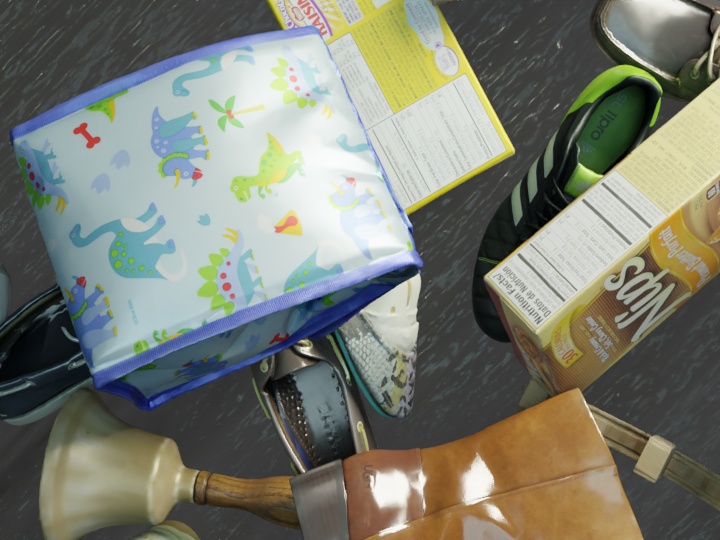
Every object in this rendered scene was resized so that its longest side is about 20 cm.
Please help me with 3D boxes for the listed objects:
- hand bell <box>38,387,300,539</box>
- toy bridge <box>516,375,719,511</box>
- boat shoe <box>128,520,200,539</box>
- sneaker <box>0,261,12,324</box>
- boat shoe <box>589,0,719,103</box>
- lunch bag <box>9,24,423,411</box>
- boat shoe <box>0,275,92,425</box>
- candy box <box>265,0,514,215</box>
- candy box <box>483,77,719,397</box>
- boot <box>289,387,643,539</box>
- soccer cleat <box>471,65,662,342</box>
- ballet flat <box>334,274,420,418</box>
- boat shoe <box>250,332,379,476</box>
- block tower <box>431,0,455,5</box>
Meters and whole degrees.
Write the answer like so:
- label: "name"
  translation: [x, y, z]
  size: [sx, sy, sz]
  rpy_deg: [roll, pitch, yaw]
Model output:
- label: "hand bell"
  translation: [-0.094, 0.140, 0.762]
  size: [0.197, 0.104, 0.106]
  rpy_deg: [6, 93, 8]
- label: "toy bridge"
  translation: [0.195, 0.124, 0.780]
  size: [0.198, 0.067, 0.027]
  rpy_deg: [29, 94, 20]
- label: "boat shoe"
  translation: [-0.115, 0.273, 0.788]
  size: [0.072, 0.063, 0.204]
  rpy_deg: [-17, 91, 32]
- label: "sneaker"
  translation: [-0.310, 0.070, 0.789]
  size: [0.070, 0.080, 0.201]
  rpy_deg: [42, 92, 1]
- label: "boat shoe"
  translation: [0.246, -0.137, 0.765]
  size: [0.198, 0.073, 0.075]
  rpy_deg: [23, 93, 0]
- label: "lunch bag"
  translation: [-0.082, -0.036, 0.707]
  size: [0.198, 0.128, 0.172]
  rpy_deg: [-25, 76, 2]
- label: "boat shoe"
  translation: [-0.181, 0.028, 0.783]
  size: [0.198, 0.062, 0.075]
  rpy_deg: [-31, 65, 6]
- label: "candy box"
  translation: [0.014, -0.143, 0.795]
  size: [0.101, 0.026, 0.202]
  rpy_deg: [-28, 92, 3]
- label: "candy box"
  translation: [0.176, -0.016, 0.737]
  size: [0.199, 0.116, 0.055]
  rpy_deg: [-40, 57, -5]
- label: "boot"
  translation: [0.073, 0.186, 0.708]
  size: [0.197, 0.069, 0.191]
  rpy_deg: [-14, 69, -5]
- label: "soccer cleat"
  translation: [0.131, -0.043, 0.768]
  size: [0.067, 0.081, 0.202]
  rpy_deg: [28, 96, 0]
- label: "ballet flat"
  translation: [0.000, 0.000, 0.776]
  size: [0.071, 0.072, 0.202]
  rpy_deg: [-28, 91, 3]
- label: "boat shoe"
  translation: [-0.040, 0.065, 0.790]
  size: [0.071, 0.060, 0.203]
  rpy_deg: [-21, 92, 3]
- label: "block tower"
  translation: [0.140, -0.219, 0.762]
  size: [0.197, 0.058, 0.055]
  rpy_deg: [-12, 91, -4]
